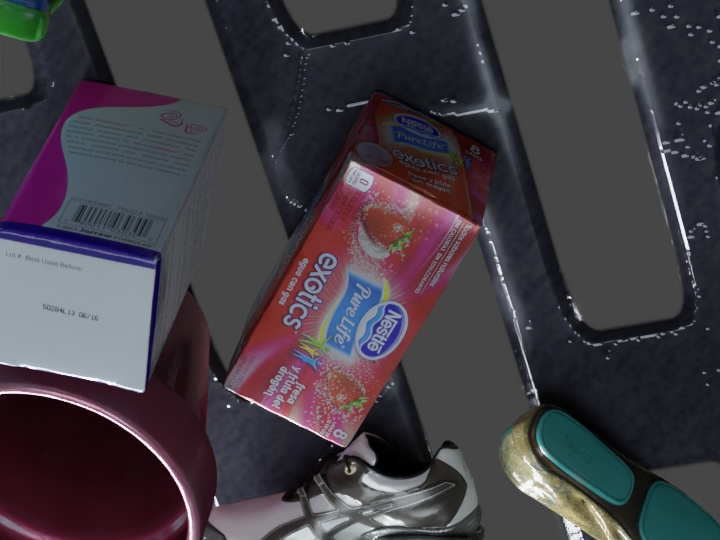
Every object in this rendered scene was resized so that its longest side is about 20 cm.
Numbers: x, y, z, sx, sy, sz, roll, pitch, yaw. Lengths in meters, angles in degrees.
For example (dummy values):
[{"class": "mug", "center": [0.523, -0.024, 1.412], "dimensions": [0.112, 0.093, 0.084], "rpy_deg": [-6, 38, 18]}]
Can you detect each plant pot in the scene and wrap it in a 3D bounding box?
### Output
[{"class": "plant pot", "center": [-0.180, 0.092, 1.687], "dimensions": [0.200, 0.179, 0.200], "rpy_deg": [7, 130, 9]}]

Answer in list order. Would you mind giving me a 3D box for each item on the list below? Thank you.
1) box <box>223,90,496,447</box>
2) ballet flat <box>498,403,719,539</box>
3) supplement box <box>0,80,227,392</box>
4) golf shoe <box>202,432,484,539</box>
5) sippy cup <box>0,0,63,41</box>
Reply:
[{"class": "box", "center": [0.000, 0.000, 1.655], "dimensions": [0.095, 0.100, 0.200], "rpy_deg": [27, 121, -6]}, {"class": "ballet flat", "center": [0.175, 0.164, 1.750], "dimensions": [0.200, 0.071, 0.071], "rpy_deg": [38, 120, -13]}, {"class": "supplement box", "center": [-0.156, -0.026, 1.610], "dimensions": [0.101, 0.200, 0.103], "rpy_deg": [12, 123, 5]}, {"class": "golf shoe", "center": [-0.015, 0.155, 1.778], "dimensions": [0.200, 0.078, 0.095], "rpy_deg": [-2, 103, 10]}, {"class": "sippy cup", "center": [-0.229, -0.221, 1.526], "dimensions": [0.140, 0.178, 0.130], "rpy_deg": [23, 98, 0]}]
